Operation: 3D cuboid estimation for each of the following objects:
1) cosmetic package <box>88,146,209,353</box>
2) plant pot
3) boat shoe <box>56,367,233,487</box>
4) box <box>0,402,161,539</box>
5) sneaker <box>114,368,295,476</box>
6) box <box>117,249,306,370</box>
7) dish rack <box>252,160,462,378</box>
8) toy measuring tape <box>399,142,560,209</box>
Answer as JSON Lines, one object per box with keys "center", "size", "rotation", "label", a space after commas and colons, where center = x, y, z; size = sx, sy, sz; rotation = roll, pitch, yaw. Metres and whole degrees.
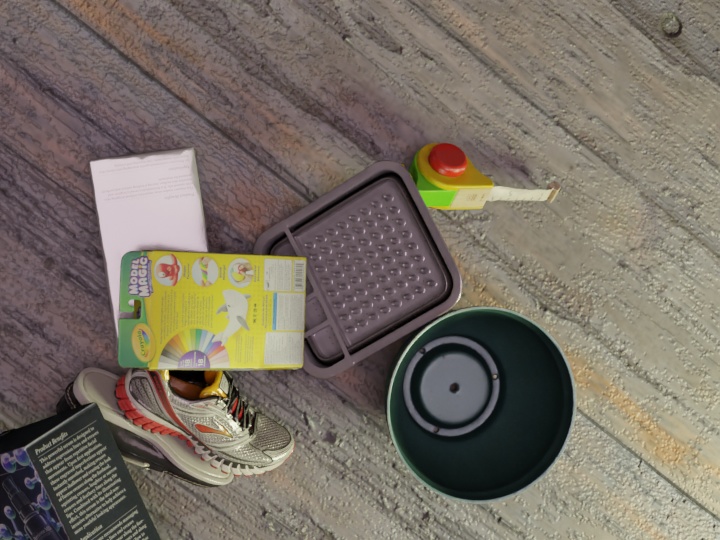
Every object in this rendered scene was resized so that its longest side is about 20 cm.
{"center": [-0.212, -0.022, 1.266], "size": [0.112, 0.081, 0.202], "rotation": [-7, 96, -10], "label": "cosmetic package"}
{"center": [0.113, 0.132, 1.302], "size": [0.199, 0.134, 0.202], "rotation": [-1, 94, -10], "label": "plant pot"}
{"center": [-0.224, 0.175, 1.282], "size": [0.199, 0.074, 0.060], "rotation": [32, 124, -23], "label": "boat shoe"}
{"center": [-0.301, 0.254, 1.218], "size": [0.148, 0.107, 0.201], "rotation": [-20, 97, 35], "label": "box"}
{"center": [-0.150, 0.147, 1.262], "size": [0.199, 0.078, 0.082], "rotation": [28, 123, -26], "label": "sneaker"}
{"center": [-0.150, 0.040, 1.213], "size": [0.199, 0.048, 0.118], "rotation": [3, 88, -35], "label": "box"}
{"center": [0.000, 0.000, 1.277], "size": [0.199, 0.043, 0.173], "rotation": [-31, 78, 19], "label": "dish rack"}
{"center": [0.121, -0.104, 1.332], "size": [0.199, 0.073, 0.074], "rotation": [-3, 94, -23], "label": "toy measuring tape"}
